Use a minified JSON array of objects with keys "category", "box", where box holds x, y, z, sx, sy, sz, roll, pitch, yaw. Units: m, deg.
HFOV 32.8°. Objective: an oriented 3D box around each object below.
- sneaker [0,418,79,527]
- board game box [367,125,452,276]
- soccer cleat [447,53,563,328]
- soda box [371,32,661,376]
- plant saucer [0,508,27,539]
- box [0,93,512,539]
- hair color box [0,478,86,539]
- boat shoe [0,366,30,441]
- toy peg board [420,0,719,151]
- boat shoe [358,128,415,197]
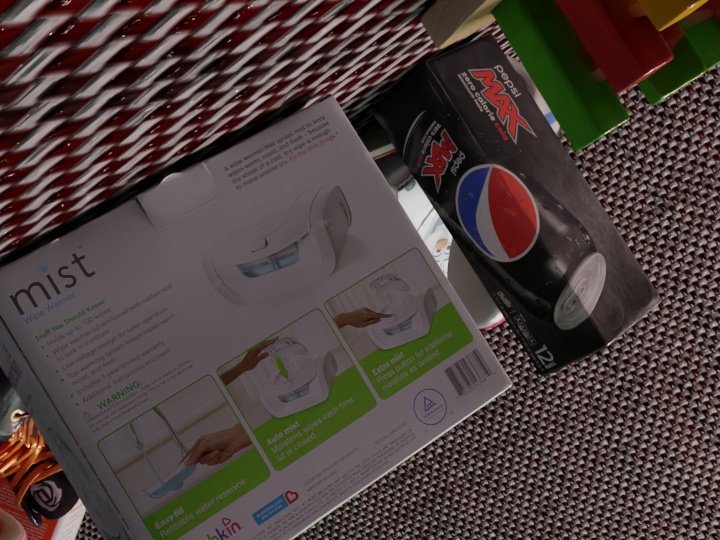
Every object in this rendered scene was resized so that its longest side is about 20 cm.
[{"category":"sneaker","box":[-0.225,0.114,0.796,0.078,0.112,0.200,-33,178,8]},{"category":"board game box","box":[0.000,0.000,0.919,0.200,0.043,0.199,-32,137,-6]},{"category":"soccer cleat","box":[0.085,-0.059,0.832,0.070,0.086,0.200,-13,-130,41]},{"category":"soda box","box":[0.096,-0.041,0.753,0.071,0.200,0.063,-31,177,-40]},{"category":"plant saucer","box":[-0.276,0.161,0.710,0.201,0.200,0.051,1,103,-87]},{"category":"box","box":[-0.059,0.039,0.606,0.200,0.177,0.097,-32,178,-23]},{"category":"hair color box","box":[-0.247,0.164,0.977,0.102,0.061,0.200,84,28,-88]},{"category":"boat shoe","box":[-0.202,0.063,0.665,0.201,0.063,0.074,-34,176,-2]},{"category":"toy peg board","box":[0.164,-0.152,0.547,0.200,0.098,0.199,-32,179,-27]},{"category":"boat shoe","box":[-0.017,-0.041,0.781,0.200,0.063,0.071,-31,-163,-32]}]
